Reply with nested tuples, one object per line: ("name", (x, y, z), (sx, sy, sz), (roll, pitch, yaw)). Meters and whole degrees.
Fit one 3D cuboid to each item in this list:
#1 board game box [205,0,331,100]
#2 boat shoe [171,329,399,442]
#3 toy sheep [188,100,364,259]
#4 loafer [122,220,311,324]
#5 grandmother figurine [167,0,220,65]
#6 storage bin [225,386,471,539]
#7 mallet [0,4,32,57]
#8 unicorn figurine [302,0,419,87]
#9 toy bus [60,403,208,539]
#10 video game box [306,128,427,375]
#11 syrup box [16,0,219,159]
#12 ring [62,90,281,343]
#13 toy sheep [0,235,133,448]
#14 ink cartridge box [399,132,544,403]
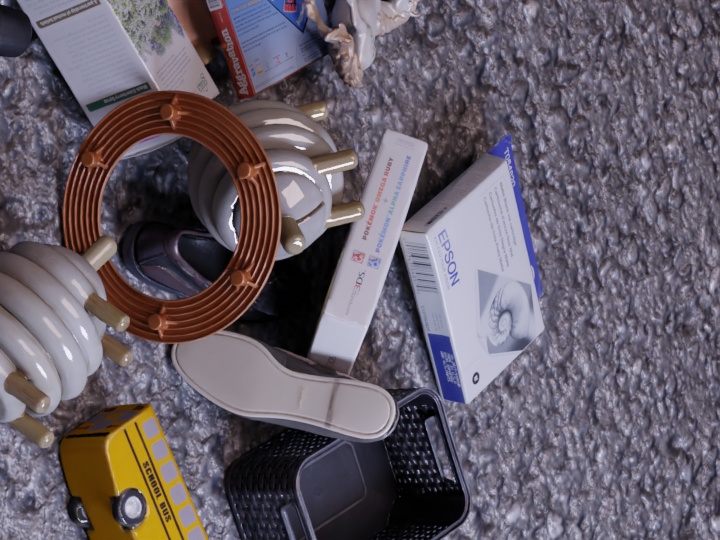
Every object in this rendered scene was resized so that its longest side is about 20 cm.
("board game box", (-0.077, -0.222, 1.623), (0.200, 0.019, 0.103), (-42, 117, -63))
("boat shoe", (-0.064, 0.102, 1.569), (0.057, 0.200, 0.067), (76, 32, -80))
("toy sheep", (-0.073, -0.073, 1.503), (0.138, 0.200, 0.138), (-7, 118, -14))
("loafer", (-0.110, 0.003, 1.579), (0.200, 0.063, 0.072), (18, 73, -43))
("grandmother figurine", (-0.172, -0.274, 1.556), (0.200, 0.061, 0.121), (60, 34, -25))
("storage bin", (-0.008, 0.198, 1.640), (0.200, 0.094, 0.135), (-27, 105, -43))
("mallet", (-0.287, -0.111, 1.438), (0.066, 0.041, 0.200), (-6, 94, -48))
("unicorn figurine", (0.000, -0.246, 1.713), (0.137, 0.074, 0.200), (59, 43, -39))
("toy bus", (-0.173, 0.214, 1.490), (0.078, 0.065, 0.200), (-35, 109, -44))
("video game box", (0.000, 0.000, 1.611), (0.047, 0.200, 0.182), (21, 67, 1))
("syrup box", (-0.204, -0.197, 1.485), (0.200, 0.081, 0.079), (61, 32, -22))
("ring", (-0.153, -0.042, 1.447), (0.019, 0.200, 0.201), (-4, 88, -65))
("toy sheep", (-0.249, 0.046, 1.385), (0.200, 0.138, 0.138), (-46, 117, -33))
("ink cartridge box", (0.126, -0.004, 1.806), (0.200, 0.041, 0.200), (-43, 129, -39))
